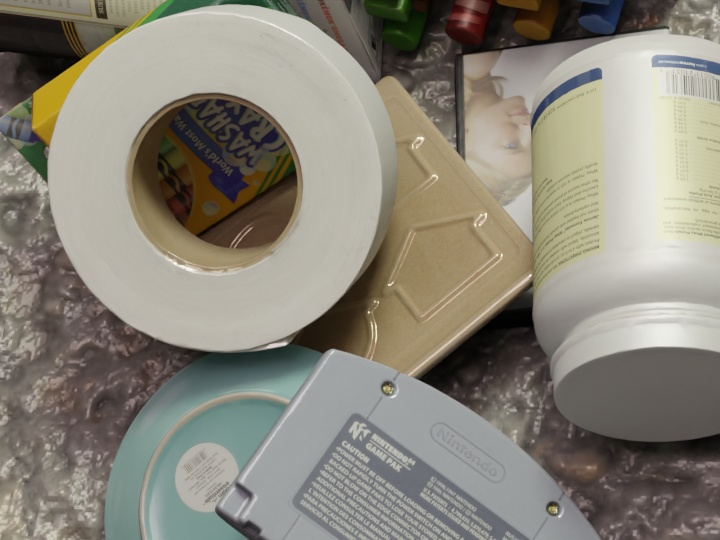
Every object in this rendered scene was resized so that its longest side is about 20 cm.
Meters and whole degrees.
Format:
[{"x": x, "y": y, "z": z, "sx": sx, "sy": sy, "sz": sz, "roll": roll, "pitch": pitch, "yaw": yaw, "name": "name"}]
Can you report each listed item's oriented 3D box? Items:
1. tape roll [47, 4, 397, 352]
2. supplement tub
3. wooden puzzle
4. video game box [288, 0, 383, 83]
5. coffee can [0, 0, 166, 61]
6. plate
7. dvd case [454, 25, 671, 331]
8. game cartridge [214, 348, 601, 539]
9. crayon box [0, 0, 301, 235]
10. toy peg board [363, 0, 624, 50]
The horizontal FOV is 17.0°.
[{"x": -0.080, "y": -0.055, "z": 1.418, "sx": 0.202, "sy": 0.071, "sz": 0.203, "roll": 1, "pitch": 100, "yaw": 8, "name": "tape roll"}, {"x": 0.170, "y": -0.018, "z": 1.380, "sx": 0.145, "sy": 0.145, "sz": 0.200, "roll": -5, "pitch": 61, "yaw": 13, "name": "supplement tub"}, {"x": 0.000, "y": 0.000, "z": 1.489, "sx": 0.185, "sy": 0.046, "sz": 0.200, "roll": -39, "pitch": 54, "yaw": 3, "name": "wooden puzzle"}, {"x": -0.024, "y": -0.251, "z": 1.563, "sx": 0.047, "sy": 0.182, "sz": 0.200, "roll": -4, "pitch": 60, "yaw": 13, "name": "video game box"}, {"x": -0.153, "y": -0.206, "z": 1.594, "sx": 0.199, "sy": 0.146, "sz": 0.147, "roll": 9, "pitch": 64, "yaw": 20, "name": "coffee can"}, {"x": -0.064, "y": 0.140, "z": 1.412, "sx": 0.200, "sy": 0.026, "sz": 0.201, "roll": -3, "pitch": 80, "yaw": 19, "name": "plate"}, {"x": 0.131, "y": -0.059, "z": 1.509, "sx": 0.142, "sy": 0.018, "sz": 0.200, "roll": -6, "pitch": 61, "yaw": 11, "name": "dvd case"}, {"x": 0.034, "y": 0.141, "z": 1.368, "sx": 0.200, "sy": 0.042, "sz": 0.133, "roll": 37, "pitch": 69, "yaw": -1, "name": "game cartridge"}, {"x": -0.114, "y": -0.092, "z": 1.503, "sx": 0.200, "sy": 0.126, "sz": 0.052, "roll": -33, "pitch": 30, "yaw": 14, "name": "crayon box"}, {"x": 0.081, "y": -0.203, "z": 1.503, "sx": 0.199, "sy": 0.200, "sz": 0.098, "roll": 12, "pitch": 73, "yaw": 21, "name": "toy peg board"}]
